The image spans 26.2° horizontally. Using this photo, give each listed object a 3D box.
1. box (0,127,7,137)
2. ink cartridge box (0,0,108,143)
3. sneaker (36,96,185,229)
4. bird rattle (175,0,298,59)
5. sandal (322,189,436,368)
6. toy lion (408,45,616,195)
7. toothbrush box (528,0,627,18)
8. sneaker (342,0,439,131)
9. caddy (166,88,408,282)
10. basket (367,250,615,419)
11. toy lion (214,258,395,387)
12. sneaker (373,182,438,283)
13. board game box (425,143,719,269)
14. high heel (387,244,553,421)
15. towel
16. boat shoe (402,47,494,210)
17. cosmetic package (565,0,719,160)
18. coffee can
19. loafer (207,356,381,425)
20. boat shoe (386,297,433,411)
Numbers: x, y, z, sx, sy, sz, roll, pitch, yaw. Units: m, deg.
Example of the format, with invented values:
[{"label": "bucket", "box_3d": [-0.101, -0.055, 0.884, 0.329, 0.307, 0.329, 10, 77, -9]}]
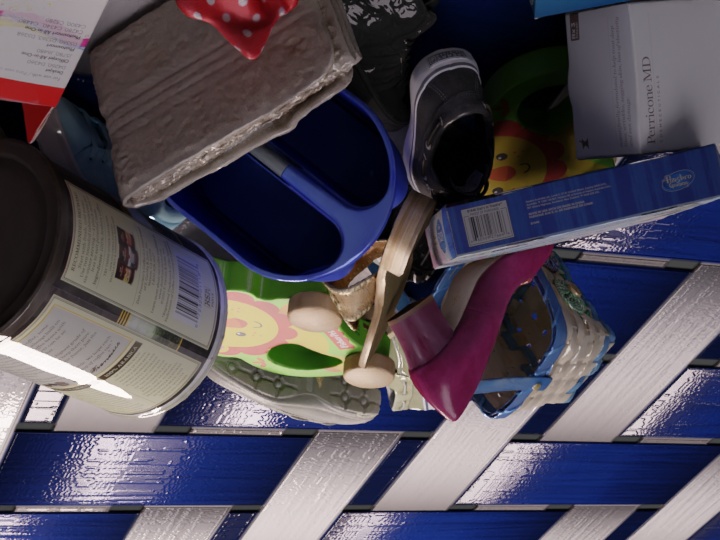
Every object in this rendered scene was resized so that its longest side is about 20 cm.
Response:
[{"label": "box", "box_3d": [-0.283, -0.048, 1.170, 0.068, 0.083, 0.200, -17, 148, 4]}, {"label": "ink cartridge box", "box_3d": [-0.208, -0.187, 0.964, 0.067, 0.117, 0.200, 7, 140, -31]}, {"label": "sneaker", "box_3d": [-0.184, -0.087, 1.171, 0.081, 0.074, 0.200, -27, 154, 2]}, {"label": "bird rattle", "box_3d": [-0.058, -0.244, 0.967, 0.199, 0.113, 0.164, -26, 114, 21]}, {"label": "sandal", "box_3d": [0.002, -0.004, 1.220, 0.069, 0.078, 0.212, 26, 147, 5]}, {"label": "toy lion", "box_3d": [0.135, -0.107, 1.276, 0.190, 0.069, 0.201, 0, 144, -9]}, {"label": "toothbrush box", "box_3d": [0.178, -0.276, 1.017, 0.145, 0.086, 0.201, -11, 147, -4]}, {"label": "sneaker", "box_3d": [0.023, -0.177, 1.120, 0.104, 0.060, 0.200, -27, 145, 17]}, {"label": "caddy", "box_3d": [-0.060, -0.078, 1.105, 0.142, 0.199, 0.105, -53, 164, 3]}, {"label": "basket", "box_3d": [0.113, 0.041, 1.383, 0.199, 0.177, 0.140, 0, 134, -37]}, {"label": "toy lion", "box_3d": [-0.085, 0.044, 1.364, 0.190, 0.069, 0.200, -7, 150, 22]}, {"label": "sneaker", "box_3d": [-0.002, -0.054, 1.279, 0.199, 0.079, 0.074, 31, 84, -37]}, {"label": "board game box", "box_3d": [0.154, -0.045, 1.174, 0.198, 0.044, 0.199, -13, 177, -3]}, {"label": "high heel", "box_3d": [0.108, 0.043, 1.285, 0.199, 0.097, 0.067, -31, -176, -34]}, {"label": "towel", "box_3d": [-0.096, -0.142, 1.062, 0.199, 0.134, 0.034, -27, 152, 19]}, {"label": "boat shoe", "box_3d": [0.075, -0.088, 1.181, 0.069, 0.067, 0.201, -16, 152, -8]}, {"label": "cosmetic package", "box_3d": [0.255, -0.148, 1.162, 0.198, 0.114, 0.081, -11, -172, -31]}, {"label": "coffee can", "box_3d": [-0.207, 0.012, 1.095, 0.146, 0.147, 0.200, -28, 150, 18]}, {"label": "loafer", "box_3d": [-0.072, 0.110, 1.491, 0.199, 0.071, 0.070, 23, 149, -30]}, {"label": "boat shoe", "box_3d": [0.045, 0.093, 1.513, 0.061, 0.073, 0.200, -18, 149, 0]}]
